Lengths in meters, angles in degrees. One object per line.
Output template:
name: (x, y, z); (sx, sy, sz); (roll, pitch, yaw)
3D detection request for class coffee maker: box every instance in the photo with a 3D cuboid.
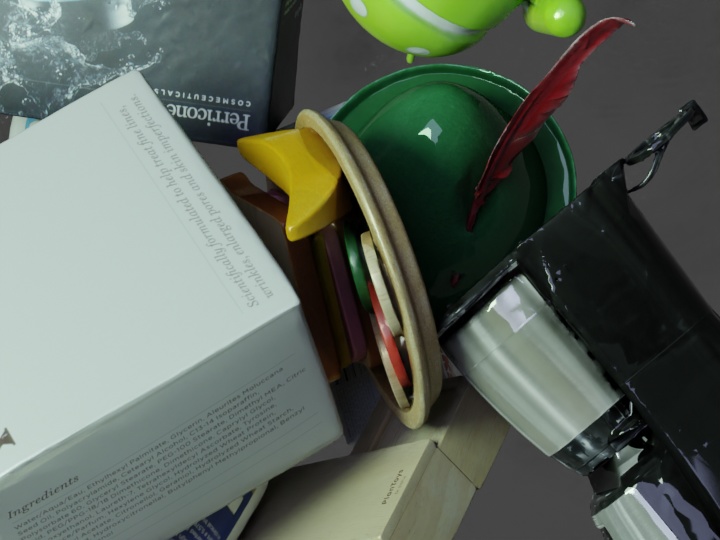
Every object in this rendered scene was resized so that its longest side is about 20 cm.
coffee maker: (0.165, 0.050, 1.543); (0.192, 0.135, 0.200); (-42, 86, 21)

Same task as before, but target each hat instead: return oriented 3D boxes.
hat: (0.038, -0.070, 1.605); (0.165, 0.176, 0.200); (32, 83, 15)

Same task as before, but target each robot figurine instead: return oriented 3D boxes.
robot figurine: (0.062, -0.206, 1.654); (0.175, 0.116, 0.200); (38, 122, -14)

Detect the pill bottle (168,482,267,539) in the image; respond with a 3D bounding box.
pill bottle: (-0.143, 0.169, 1.592); (0.111, 0.111, 0.200); (18, 61, 24)

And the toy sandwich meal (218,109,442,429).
toy sandwich meal: (-0.020, 0.003, 1.569); (0.070, 0.205, 0.206); (-20, 71, -10)

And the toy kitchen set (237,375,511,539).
toy kitchen set: (0.022, 0.198, 1.637); (0.163, 0.180, 0.200); (-14, 38, 47)

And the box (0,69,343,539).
box: (-0.146, 0.036, 1.535); (0.199, 0.131, 0.199); (-30, 55, -8)

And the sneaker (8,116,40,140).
sneaker: (-0.212, -0.025, 1.776); (0.086, 0.075, 0.201); (-6, 75, 31)

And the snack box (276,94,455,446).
snack box: (0.000, 0.000, 1.706); (0.072, 0.024, 0.201); (-21, 73, 18)

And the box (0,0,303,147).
box: (-0.132, -0.190, 1.683); (0.196, 0.117, 0.201); (8, 107, 4)
